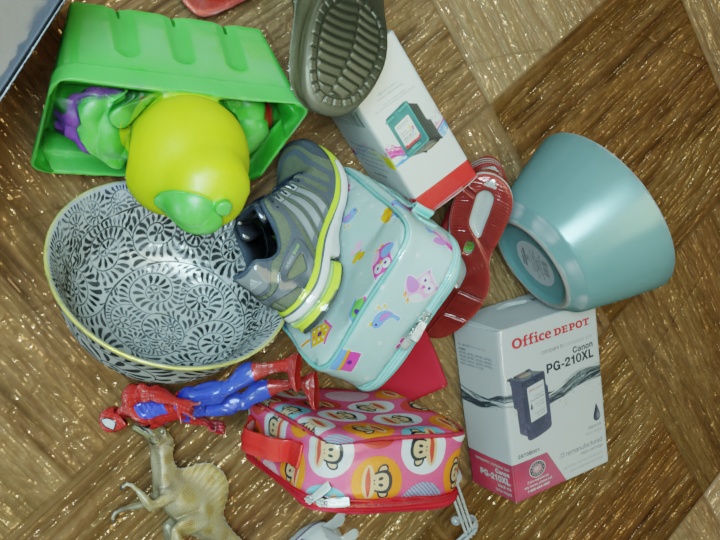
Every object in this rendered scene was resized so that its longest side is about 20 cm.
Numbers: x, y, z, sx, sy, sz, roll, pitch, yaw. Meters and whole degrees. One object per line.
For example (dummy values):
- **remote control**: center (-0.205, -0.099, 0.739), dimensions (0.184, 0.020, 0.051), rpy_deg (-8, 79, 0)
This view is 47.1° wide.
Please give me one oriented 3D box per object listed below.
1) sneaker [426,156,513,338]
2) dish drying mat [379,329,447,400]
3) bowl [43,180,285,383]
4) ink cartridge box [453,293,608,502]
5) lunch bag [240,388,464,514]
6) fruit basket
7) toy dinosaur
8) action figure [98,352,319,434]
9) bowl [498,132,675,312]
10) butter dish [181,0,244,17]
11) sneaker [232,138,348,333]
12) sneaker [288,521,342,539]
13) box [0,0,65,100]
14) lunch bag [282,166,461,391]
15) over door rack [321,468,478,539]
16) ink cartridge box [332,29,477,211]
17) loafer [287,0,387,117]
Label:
- **sneaker**: center (0.112, -0.028, 0.880), dimensions (0.078, 0.116, 0.200), rpy_deg (26, 120, 0)
- **dish drying mat**: center (0.022, 0.051, 0.858), dimensions (0.077, 0.018, 0.200), rpy_deg (-24, 110, 0)
- **bowl**: center (-0.168, 0.025, 0.696), dimensions (0.201, 0.094, 0.201), rpy_deg (17, 44, -17)
- **ink cartridge box**: center (0.196, 0.138, 0.942), dimensions (0.145, 0.084, 0.200), rpy_deg (-14, 103, -28)
- **lunch bag**: center (-0.021, 0.158, 0.753), dimensions (0.176, 0.200, 0.082), rpy_deg (4, 92, -27)
- **fruit basket**: center (-0.147, -0.101, 0.655), dimensions (0.215, 0.156, 0.216), rpy_deg (13, 61, -24)
- **toy dinosaur**: center (-0.159, 0.230, 0.765), dimensions (0.101, 0.058, 0.200), rpy_deg (-41, 114, -21)
- **action figure**: center (-0.138, 0.115, 0.712), dimensions (0.065, 0.200, 0.052), rpy_deg (52, 32, -56)
- **bowl**: center (0.220, -0.035, 0.877), dimensions (0.105, 0.201, 0.201), rpy_deg (-35, 112, -13)
- **butter dish**: center (-0.089, -0.346, 0.685), dimensions (0.200, 0.148, 0.200), rpy_deg (-37, 113, -21)
- **sneaker**: center (-0.061, -0.047, 0.692), dimensions (0.081, 0.074, 0.200), rpy_deg (31, 37, -31)
- **sneaker**: center (-0.044, 0.328, 0.781), dimensions (0.073, 0.114, 0.201), rpy_deg (40, 50, -17)
- **box**: center (-0.298, -0.150, 0.558), dimensions (0.117, 0.200, 0.197), rpy_deg (33, 79, -28)
- **lunch bag**: center (0.000, 0.000, 0.721), dimensions (0.077, 0.200, 0.160), rpy_deg (31, 99, -32)
- **over door rack**: center (0.040, 0.268, 0.868), dimensions (0.200, 0.067, 0.148), rpy_deg (-37, 115, -44)
- **ink cartridge box**: center (0.036, -0.126, 0.795), dimensions (0.067, 0.116, 0.200), rpy_deg (-37, 113, -7)
- **loafer**: center (-0.021, -0.212, 0.689), dimensions (0.076, 0.067, 0.200), rpy_deg (23, 67, -29)
